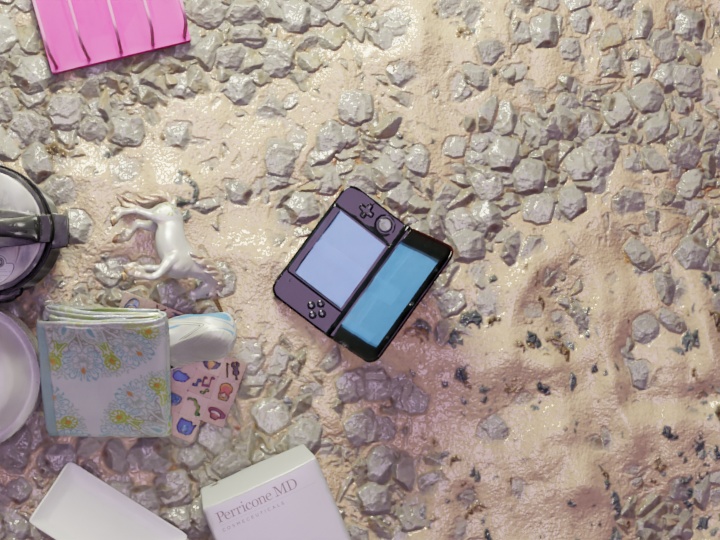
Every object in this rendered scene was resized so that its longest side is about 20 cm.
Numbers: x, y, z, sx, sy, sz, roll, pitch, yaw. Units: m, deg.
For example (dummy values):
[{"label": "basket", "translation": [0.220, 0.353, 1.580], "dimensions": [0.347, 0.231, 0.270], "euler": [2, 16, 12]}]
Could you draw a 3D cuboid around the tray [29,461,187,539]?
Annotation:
[{"label": "tray", "translation": [-0.346, 0.359, 1.514], "dimensions": [0.200, 0.022, 0.108], "euler": [35, 49, -7]}]

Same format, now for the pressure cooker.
[{"label": "pressure cooker", "translation": [-0.484, -0.051, 1.427], "dimensions": [0.176, 0.200, 0.179], "euler": [-44, 96, -9]}]

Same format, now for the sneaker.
[{"label": "sneaker", "translation": [-0.269, 0.099, 1.530], "dimensions": [0.199, 0.073, 0.072], "euler": [-8, 118, 2]}]

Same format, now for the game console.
[{"label": "game console", "translation": [0.000, 0.000, 1.549], "dimensions": [0.172, 0.119, 0.200], "euler": [37, 83, -7]}]

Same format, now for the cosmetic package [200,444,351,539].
[{"label": "cosmetic package", "translation": [-0.106, 0.368, 1.500], "dimensions": [0.167, 0.166, 0.201], "euler": [-23, 92, -9]}]

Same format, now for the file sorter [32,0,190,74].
[{"label": "file sorter", "translation": [-0.344, -0.368, 1.495], "dimensions": [0.199, 0.125, 0.140], "euler": [-16, 92, -10]}]

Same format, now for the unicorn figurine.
[{"label": "unicorn figurine", "translation": [-0.267, -0.024, 1.524], "dimensions": [0.137, 0.074, 0.201], "euler": [-11, 85, -20]}]

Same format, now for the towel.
[{"label": "towel", "translation": [-0.343, 0.139, 1.483], "dimensions": [0.170, 0.048, 0.201], "euler": [3, 117, -1]}]

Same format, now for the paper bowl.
[{"label": "paper bowl", "translation": [-0.528, 0.142, 1.465], "dimensions": [0.200, 0.104, 0.202], "euler": [0, 90, -9]}]

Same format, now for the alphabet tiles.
[{"label": "alphabet tiles", "translation": [-0.269, 0.143, 1.557], "dimensions": [0.199, 0.008, 0.168], "euler": [22, 85, -9]}]
